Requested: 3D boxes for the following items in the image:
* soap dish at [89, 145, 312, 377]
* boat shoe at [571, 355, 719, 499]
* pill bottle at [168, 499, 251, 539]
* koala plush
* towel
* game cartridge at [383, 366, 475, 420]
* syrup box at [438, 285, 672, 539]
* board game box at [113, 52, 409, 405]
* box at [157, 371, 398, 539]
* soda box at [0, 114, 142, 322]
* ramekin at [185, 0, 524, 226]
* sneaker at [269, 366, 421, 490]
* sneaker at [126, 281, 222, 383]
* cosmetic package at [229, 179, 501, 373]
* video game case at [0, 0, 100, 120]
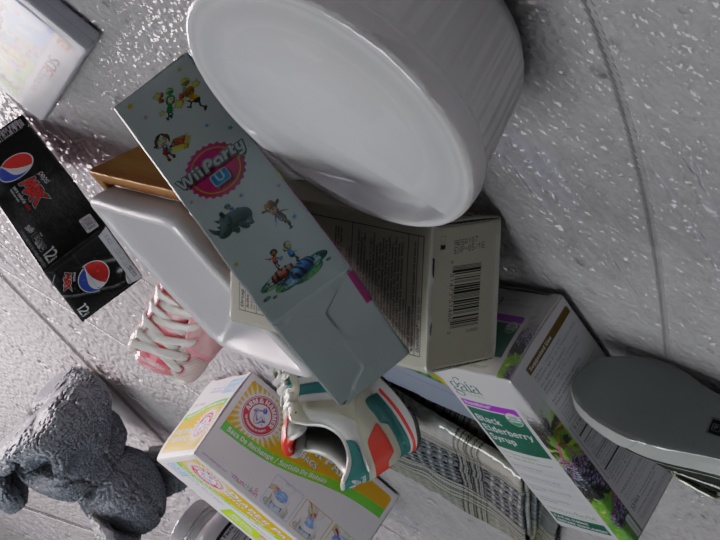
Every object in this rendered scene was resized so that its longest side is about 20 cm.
[{"bbox_3d":[-0.102,-0.014,1.485,0.157,0.081,0.200,15,150,54],"label":"soap dish"},{"bbox_3d":[0.232,0.121,1.293,0.199,0.071,0.064,22,145,26],"label":"boat shoe"},{"bbox_3d":[-0.120,0.345,2.198,0.199,0.113,0.113,28,157,18],"label":"pill bottle"},{"bbox_3d":[-0.294,0.225,2.145,0.200,0.178,0.184,44,147,-10],"label":"koala plush"},{"bbox_3d":[0.088,0.172,1.659,0.199,0.035,0.193,28,156,17],"label":"towel"},{"bbox_3d":[0.057,0.047,1.457,0.133,0.041,0.200,19,153,28],"label":"game cartridge"},{"bbox_3d":[0.143,0.104,1.382,0.078,0.082,0.200,8,147,47],"label":"syrup box"},{"bbox_3d":[-0.063,-0.025,1.238,0.200,0.064,0.148,51,177,28],"label":"board game box"},{"bbox_3d":[-0.082,0.202,1.874,0.200,0.102,0.112,41,157,-13],"label":"box"},{"bbox_3d":[-0.255,-0.046,1.586,0.200,0.063,0.071,48,173,46],"label":"soda box"},{"bbox_3d":[0.004,-0.125,1.111,0.202,0.094,0.203,30,157,14],"label":"ramekin"},{"bbox_3d":[-0.045,0.099,1.585,0.200,0.093,0.070,43,156,22],"label":"sneaker"},{"bbox_3d":[-0.148,0.033,1.633,0.075,0.105,0.201,32,157,13],"label":"sneaker"},{"bbox_3d":[0.000,0.000,1.334,0.199,0.073,0.104,14,106,45],"label":"cosmetic package"},{"bbox_3d":[-0.302,-0.209,1.478,0.200,0.022,0.182,39,157,-8],"label":"video game case"}]
